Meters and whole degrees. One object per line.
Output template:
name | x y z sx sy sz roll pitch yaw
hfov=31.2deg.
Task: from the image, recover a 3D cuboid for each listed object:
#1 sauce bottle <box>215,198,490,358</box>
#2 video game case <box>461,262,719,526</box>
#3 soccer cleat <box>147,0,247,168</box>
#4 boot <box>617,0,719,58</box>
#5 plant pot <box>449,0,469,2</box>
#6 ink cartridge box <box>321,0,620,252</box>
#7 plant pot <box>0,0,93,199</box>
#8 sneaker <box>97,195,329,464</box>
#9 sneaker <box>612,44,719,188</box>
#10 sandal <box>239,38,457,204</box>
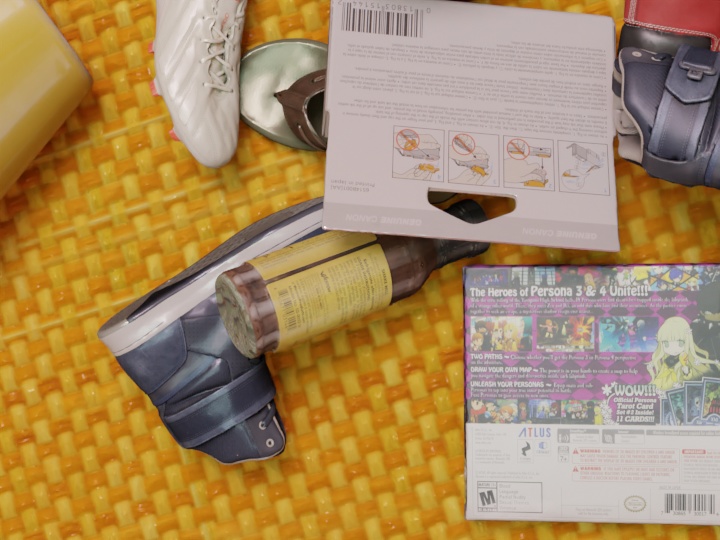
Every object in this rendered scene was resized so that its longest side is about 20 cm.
sauce bottle | 0.000 0.000 0.884 0.198 0.065 0.066 -19 90 -23
video game case | 0.171 0.086 0.914 0.197 0.036 0.184 -1 92 9
soccer cleat | -0.110 -0.175 0.916 0.077 0.069 0.203 -17 76 26
boot | 0.271 -0.196 0.878 0.197 0.073 0.146 -6 112 -3
plant pot | 0.036 -0.284 0.848 0.197 0.182 0.204 1 95 9
ink cartridge box | 0.072 -0.094 0.865 0.197 0.045 0.179 5 69 -4
plant pot | -0.300 -0.126 0.913 0.188 0.201 0.201 -39 86 -8
sneaker | -0.068 0.048 0.935 0.201 0.077 0.147 -33 100 -4
sneaker | 0.239 -0.131 0.813 0.144 0.077 0.204 14 55 25
sandal | -0.010 -0.113 0.914 0.199 0.057 0.081 25 94 21
